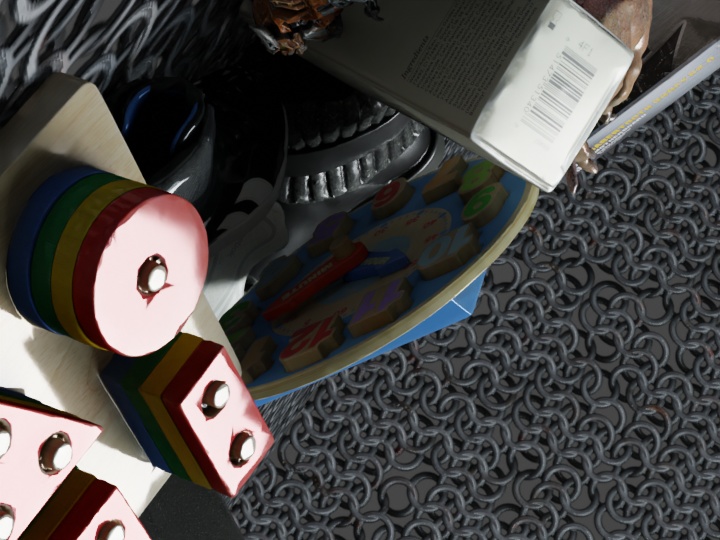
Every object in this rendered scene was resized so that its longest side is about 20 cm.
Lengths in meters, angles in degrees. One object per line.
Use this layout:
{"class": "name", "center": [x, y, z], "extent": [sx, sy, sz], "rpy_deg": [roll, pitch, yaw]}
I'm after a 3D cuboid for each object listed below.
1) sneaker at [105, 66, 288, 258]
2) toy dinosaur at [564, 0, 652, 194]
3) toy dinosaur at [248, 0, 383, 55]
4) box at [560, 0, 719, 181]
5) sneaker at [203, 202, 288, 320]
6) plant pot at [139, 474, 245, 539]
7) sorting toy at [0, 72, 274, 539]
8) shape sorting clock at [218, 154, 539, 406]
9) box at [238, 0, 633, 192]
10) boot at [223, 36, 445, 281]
{"class": "sneaker", "center": [-0.079, -0.062, 1.003], "extent": [0.112, 0.073, 0.200], "rpy_deg": [107, 10, -45]}
{"class": "toy dinosaur", "center": [0.118, -0.132, 1.053], "extent": [0.136, 0.086, 0.200], "rpy_deg": [-60, -179, 42]}
{"class": "toy dinosaur", "center": [-0.004, -0.163, 0.913], "extent": [0.136, 0.102, 0.200], "rpy_deg": [-10, 170, -11]}
{"class": "box", "center": [0.119, -0.176, 1.180], "extent": [0.158, 0.200, 0.048], "rpy_deg": [-37, 161, 24]}
{"class": "sneaker", "center": [-0.105, 0.028, 1.167], "extent": [0.081, 0.075, 0.200], "rpy_deg": [6, 135, -31]}
{"class": "plant pot", "center": [-0.159, 0.225, 1.266], "extent": [0.200, 0.177, 0.200], "rpy_deg": [-43, 180, 15]}
{"class": "sorting toy", "center": [-0.122, 0.060, 0.857], "extent": [0.200, 0.070, 0.199], "rpy_deg": [-53, 142, -26]}
{"class": "shape sorting clock", "center": [0.000, 0.000, 1.048], "extent": [0.200, 0.039, 0.200], "rpy_deg": [-30, -159, 13]}
{"class": "box", "center": [0.032, -0.115, 1.013], "extent": [0.068, 0.200, 0.082], "rpy_deg": [30, 93, -42]}
{"class": "boot", "center": [-0.053, -0.058, 1.183], "extent": [0.211, 0.079, 0.158], "rpy_deg": [-38, 163, 3]}
